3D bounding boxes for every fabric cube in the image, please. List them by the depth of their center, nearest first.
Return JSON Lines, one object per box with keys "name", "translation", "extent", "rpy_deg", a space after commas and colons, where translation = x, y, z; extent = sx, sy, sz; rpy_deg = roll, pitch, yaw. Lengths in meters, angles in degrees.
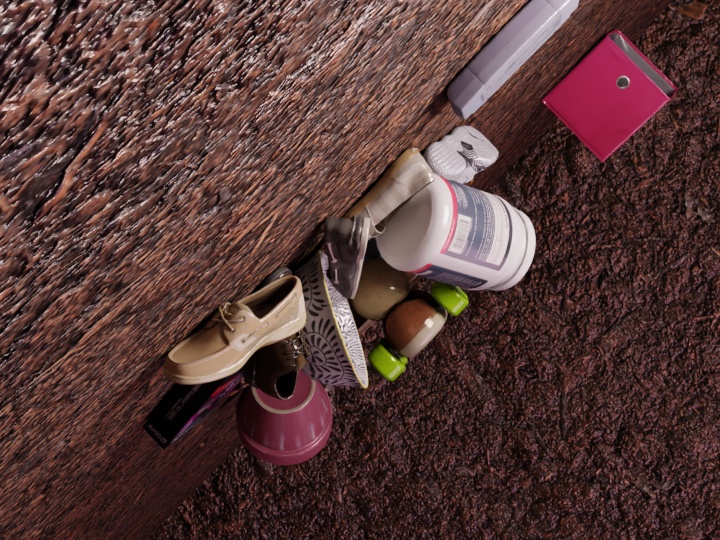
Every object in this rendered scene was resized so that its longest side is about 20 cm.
{"name": "fabric cube", "translation": [0.551, -0.387, 2.597], "extent": [0.199, 0.196, 0.200], "rpy_deg": [-45, 177, 24]}

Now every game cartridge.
{"name": "game cartridge", "translation": [0.182, -0.267, 1.414], "extent": [0.200, 0.040, 0.133], "rpy_deg": [-45, 179, 5]}

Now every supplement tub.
{"name": "supplement tub", "translation": [0.133, -0.051, 1.649], "extent": [0.200, 0.140, 0.140], "rpy_deg": [16, 129, -39]}

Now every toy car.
{"name": "toy car", "translation": [0.034, 0.034, 1.754], "extent": [0.164, 0.200, 0.158], "rpy_deg": [-46, 179, 5]}

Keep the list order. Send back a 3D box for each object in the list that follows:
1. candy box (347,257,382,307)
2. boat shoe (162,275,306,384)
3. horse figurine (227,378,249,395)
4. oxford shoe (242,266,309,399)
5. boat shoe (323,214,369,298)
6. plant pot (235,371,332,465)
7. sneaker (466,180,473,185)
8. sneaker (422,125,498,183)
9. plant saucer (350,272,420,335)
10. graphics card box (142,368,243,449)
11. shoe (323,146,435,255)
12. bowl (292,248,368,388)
{"name": "candy box", "translation": [0.000, 0.000, 1.924], "extent": [0.169, 0.077, 0.200], "rpy_deg": [-40, 172, -34]}
{"name": "boat shoe", "translation": [-0.146, 0.065, 1.355], "extent": [0.200, 0.071, 0.065], "rpy_deg": [-31, 133, -39]}
{"name": "horse figurine", "translation": [-0.169, 0.137, 1.784], "extent": [0.133, 0.050, 0.200], "rpy_deg": [-32, -168, 46]}
{"name": "oxford shoe", "translation": [-0.096, 0.083, 1.512], "extent": [0.073, 0.084, 0.200], "rpy_deg": [-33, 143, -39]}
{"name": "boat shoe", "translation": [-0.023, -0.022, 1.535], "extent": [0.200, 0.057, 0.067], "rpy_deg": [102, -1, -67]}
{"name": "plant pot", "translation": [-0.154, 0.269, 2.379], "extent": [0.200, 0.200, 0.179], "rpy_deg": [-43, 160, -24]}
{"name": "sneaker", "translation": [0.094, -0.101, 1.817], "extent": [0.200, 0.085, 0.073], "rpy_deg": [-42, 177, -11]}
{"name": "sneaker", "translation": [0.124, -0.146, 1.756], "extent": [0.115, 0.075, 0.200], "rpy_deg": [-47, 170, 33]}
{"name": "plant saucer", "translation": [0.021, 0.056, 1.913], "extent": [0.200, 0.037, 0.200], "rpy_deg": [-43, 176, -4]}
{"name": "graphics card box", "translation": [-0.206, 0.152, 1.630], "extent": [0.200, 0.051, 0.125], "rpy_deg": [-46, 175, 31]}
{"name": "shoe", "translation": [0.023, -0.078, 1.573], "extent": [0.200, 0.053, 0.070], "rpy_deg": [-47, 175, 28]}
{"name": "bowl", "translation": [-0.065, 0.078, 1.619], "extent": [0.094, 0.201, 0.201], "rpy_deg": [-18, 177, 5]}
